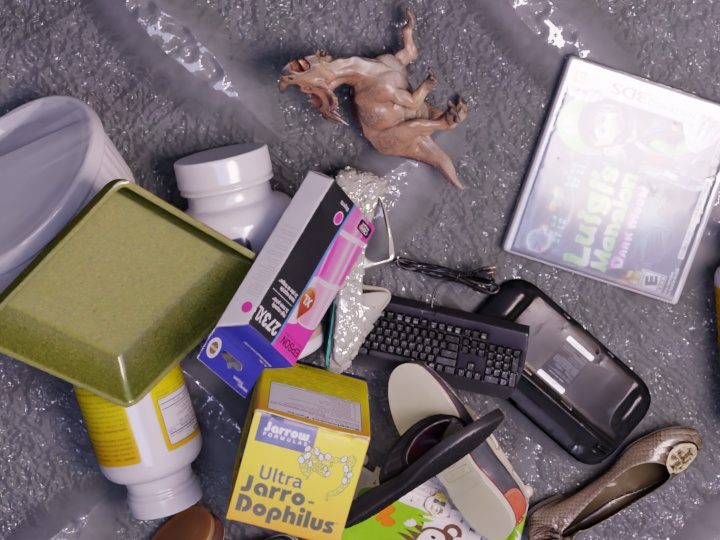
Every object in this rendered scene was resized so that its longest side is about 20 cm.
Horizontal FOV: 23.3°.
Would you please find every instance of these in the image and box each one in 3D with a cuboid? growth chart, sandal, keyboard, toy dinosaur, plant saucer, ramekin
[{"bbox_3d":[0.065,0.256,1.723,0.200,0.145,0.018,13,145,-3],"label":"growth chart"},{"bbox_3d":[0.047,0.177,1.649,0.200,0.075,0.048,-37,76,25],"label":"sandal"},{"bbox_3d":[0.066,0.047,1.695,0.200,0.021,0.127,12,103,12],"label":"keyboard"},{"bbox_3d":[0.019,-0.152,1.648,0.136,0.086,0.200,-27,118,15],"label":"toy dinosaur"},{"bbox_3d":[-0.213,0.012,1.545,0.200,0.048,0.200,-44,137,15],"label":"plant saucer"},{"bbox_3d":[-0.296,-0.056,1.609,0.202,0.202,0.094,-37,131,7],"label":"ramekin"}]

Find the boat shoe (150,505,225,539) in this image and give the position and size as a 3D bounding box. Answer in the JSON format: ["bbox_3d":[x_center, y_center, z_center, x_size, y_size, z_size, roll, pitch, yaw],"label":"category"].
[{"bbox_3d":[-0.197,0.329,1.758,0.200,0.070,0.070,-53,135,1],"label":"boat shoe"}]

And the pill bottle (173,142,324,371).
[{"bbox_3d":[-0.111,-0.014,1.653,0.120,0.120,0.200,-11,102,2],"label":"pill bottle"}]

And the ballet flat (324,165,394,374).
[{"bbox_3d":[0.000,0.000,1.665,0.072,0.072,0.200,2,88,-1],"label":"ballet flat"}]

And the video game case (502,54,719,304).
[{"bbox_3d":[0.254,-0.086,1.691,0.182,0.023,0.200,18,102,-4],"label":"video game case"}]

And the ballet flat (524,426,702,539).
[{"bbox_3d":[0.254,0.221,1.737,0.200,0.046,0.067,-31,126,7],"label":"ballet flat"}]

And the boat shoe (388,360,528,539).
[{"bbox_3d":[0.098,0.168,1.702,0.071,0.063,0.200,-29,98,36],"label":"boat shoe"}]

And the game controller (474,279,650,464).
[{"bbox_3d":[0.193,0.101,1.729,0.200,0.042,0.104,41,84,-9],"label":"game controller"}]

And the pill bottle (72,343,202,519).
[{"bbox_3d":[-0.216,0.136,1.692,0.104,0.104,0.200,-15,102,3],"label":"pill bottle"}]

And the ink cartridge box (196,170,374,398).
[{"bbox_3d":[-0.065,0.017,1.575,0.037,0.095,0.200,24,76,34],"label":"ink cartridge box"}]

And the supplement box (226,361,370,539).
[{"bbox_3d":[-0.057,0.165,1.652,0.109,0.200,0.110,15,101,-3],"label":"supplement box"}]

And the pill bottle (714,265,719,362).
[{"bbox_3d":[0.398,0.053,1.679,0.109,0.109,0.200,-7,102,1],"label":"pill bottle"}]

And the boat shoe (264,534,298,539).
[{"bbox_3d":[-0.139,0.315,1.698,0.200,0.071,0.064,-35,134,-20],"label":"boat shoe"}]
